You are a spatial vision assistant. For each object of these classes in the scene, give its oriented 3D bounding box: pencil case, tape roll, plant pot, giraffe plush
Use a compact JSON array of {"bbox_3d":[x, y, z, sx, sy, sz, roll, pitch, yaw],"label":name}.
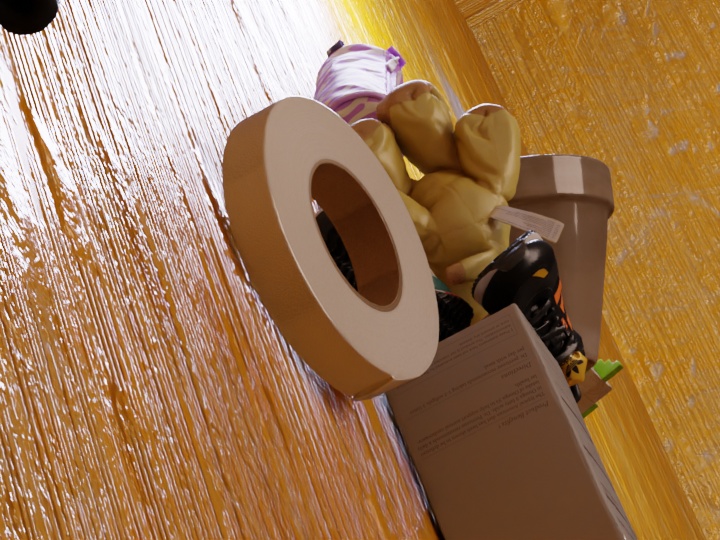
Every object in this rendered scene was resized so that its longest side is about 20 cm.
[{"bbox_3d":[0.003,-0.136,2.129,0.084,0.085,0.200,57,10,-17],"label":"pencil case"},{"bbox_3d":[-0.017,-0.015,1.625,0.203,0.037,0.204,46,29,-35],"label":"tape roll"},{"bbox_3d":[0.140,0.009,2.240,0.200,0.198,0.175,35,45,-72],"label":"plant pot"},{"bbox_3d":[0.069,-0.027,2.001,0.199,0.173,0.163,36,-28,21],"label":"giraffe plush"}]

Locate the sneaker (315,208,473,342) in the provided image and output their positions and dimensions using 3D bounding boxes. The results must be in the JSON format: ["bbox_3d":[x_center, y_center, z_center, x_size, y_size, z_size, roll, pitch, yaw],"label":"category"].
[{"bbox_3d":[0.000,0.000,1.811,0.093,0.071,0.200,35,-1,39],"label":"sneaker"}]

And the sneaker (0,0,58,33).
[{"bbox_3d":[-0.185,-0.187,1.147,0.200,0.078,0.090,53,15,-45],"label":"sneaker"}]

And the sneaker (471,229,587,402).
[{"bbox_3d":[0.139,0.042,1.888,0.090,0.070,0.200,44,-14,20],"label":"sneaker"}]

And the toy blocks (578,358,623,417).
[{"bbox_3d":[0.193,0.077,2.631,0.137,0.100,0.200,52,5,17],"label":"toy blocks"}]

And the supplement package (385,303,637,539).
[{"bbox_3d":[0.112,0.149,1.775,0.201,0.116,0.117,68,8,29],"label":"supplement package"}]
